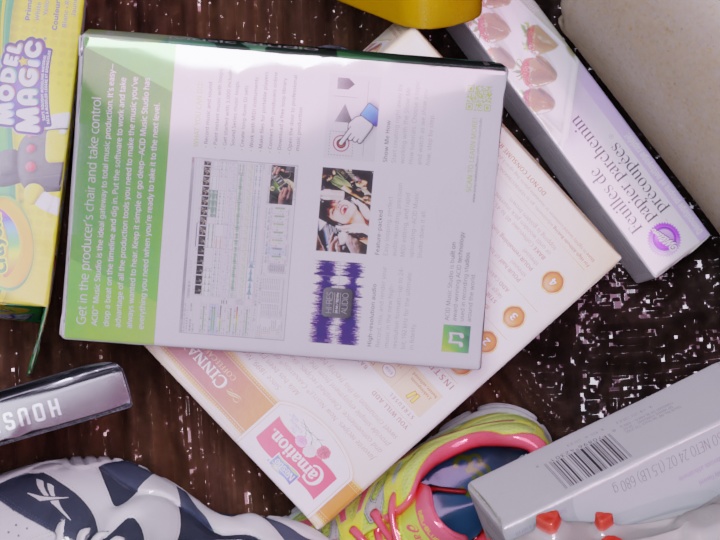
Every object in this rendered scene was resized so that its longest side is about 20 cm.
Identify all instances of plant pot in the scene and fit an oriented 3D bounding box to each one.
[{"bbox_3d":[0.206,-0.111,1.320,0.200,0.200,0.183,-43,80,-9],"label":"plant pot"}]

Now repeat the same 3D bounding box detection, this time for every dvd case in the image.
[{"bbox_3d":[-0.187,0.074,1.229,0.150,0.200,0.025,-17,89,-9],"label":"dvd case"}]

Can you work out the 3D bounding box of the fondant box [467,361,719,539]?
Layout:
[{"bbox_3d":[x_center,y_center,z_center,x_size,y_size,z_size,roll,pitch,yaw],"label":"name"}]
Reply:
[{"bbox_3d":[0.155,0.165,1.291,0.144,0.058,0.200,-25,115,-8],"label":"fondant box"}]

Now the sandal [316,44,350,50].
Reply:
[{"bbox_3d":[-0.027,-0.016,1.344,0.075,0.045,0.200,1,100,-3],"label":"sandal"}]

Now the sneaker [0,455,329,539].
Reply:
[{"bbox_3d":[-0.118,0.151,1.243,0.199,0.130,0.080,18,107,14],"label":"sneaker"}]

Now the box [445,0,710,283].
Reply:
[{"bbox_3d":[0.104,-0.084,1.365,0.039,0.041,0.200,-37,90,-9],"label":"box"}]

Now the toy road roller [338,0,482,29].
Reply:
[{"bbox_3d":[0.027,-0.209,1.292,0.146,0.200,0.123,-16,120,-34],"label":"toy road roller"}]

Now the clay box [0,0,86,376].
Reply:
[{"bbox_3d":[-0.166,-0.051,1.285,0.048,0.115,0.200,8,84,-7],"label":"clay box"}]

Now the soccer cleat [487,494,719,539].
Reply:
[{"bbox_3d":[0.139,0.145,1.213,0.200,0.069,0.078,-15,122,-12],"label":"soccer cleat"}]

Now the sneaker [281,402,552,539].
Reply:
[{"bbox_3d":[0.016,0.133,1.309,0.200,0.090,0.078,-40,93,-8],"label":"sneaker"}]

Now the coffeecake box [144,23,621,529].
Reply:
[{"bbox_3d":[0.000,0.000,1.288,0.200,0.073,0.154,-42,100,4],"label":"coffeecake box"}]

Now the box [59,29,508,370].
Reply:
[{"bbox_3d":[-0.036,-0.033,1.227,0.200,0.036,0.145,5,98,-4],"label":"box"}]
